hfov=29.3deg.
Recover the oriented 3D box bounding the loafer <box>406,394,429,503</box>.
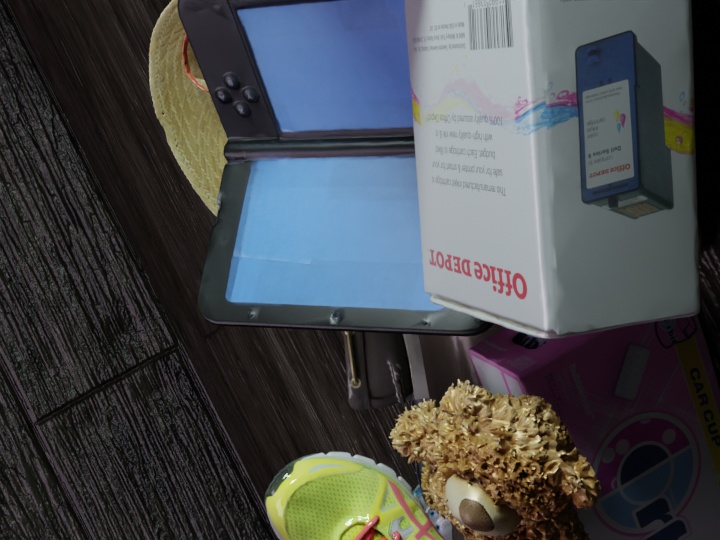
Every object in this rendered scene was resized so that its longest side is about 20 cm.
[{"bbox_3d":[0.061,0.085,1.055,0.070,0.068,0.202,-11,81,47],"label":"loafer"}]

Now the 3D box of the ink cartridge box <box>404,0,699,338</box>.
[{"bbox_3d":[0.086,-0.079,0.660,0.145,0.087,0.201,-162,67,-69],"label":"ink cartridge box"}]

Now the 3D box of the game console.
[{"bbox_3d":[-0.016,-0.069,0.782,0.199,0.117,0.177,1,129,27],"label":"game console"}]

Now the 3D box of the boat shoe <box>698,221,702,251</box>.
[{"bbox_3d":[0.119,-0.032,0.780,0.201,0.063,0.074,28,142,65],"label":"boat shoe"}]

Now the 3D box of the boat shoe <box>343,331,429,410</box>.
[{"bbox_3d":[0.000,-0.001,0.969,0.072,0.060,0.203,74,-178,-70],"label":"boat shoe"}]

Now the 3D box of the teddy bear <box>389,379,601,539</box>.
[{"bbox_3d":[0.071,0.129,0.766,0.146,0.067,0.200,60,166,1],"label":"teddy bear"}]

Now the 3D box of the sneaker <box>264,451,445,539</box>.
[{"bbox_3d":[0.028,0.183,0.823,0.200,0.078,0.090,39,-176,-17],"label":"sneaker"}]

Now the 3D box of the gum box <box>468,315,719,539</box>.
[{"bbox_3d":[0.151,0.103,0.802,0.066,0.113,0.201,26,141,66],"label":"gum box"}]

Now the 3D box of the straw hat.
[{"bbox_3d":[-0.033,-0.114,0.898,0.200,0.085,0.202,13,123,20],"label":"straw hat"}]

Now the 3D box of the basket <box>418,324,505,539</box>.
[{"bbox_3d":[0.109,0.093,0.902,0.181,0.135,0.201,-113,7,-63],"label":"basket"}]

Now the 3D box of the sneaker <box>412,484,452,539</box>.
[{"bbox_3d":[0.084,0.173,1.112,0.075,0.086,0.201,-110,25,-57],"label":"sneaker"}]
